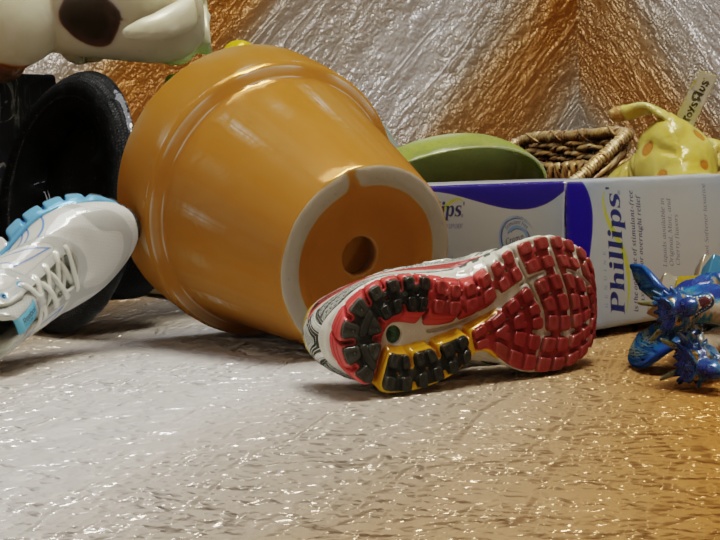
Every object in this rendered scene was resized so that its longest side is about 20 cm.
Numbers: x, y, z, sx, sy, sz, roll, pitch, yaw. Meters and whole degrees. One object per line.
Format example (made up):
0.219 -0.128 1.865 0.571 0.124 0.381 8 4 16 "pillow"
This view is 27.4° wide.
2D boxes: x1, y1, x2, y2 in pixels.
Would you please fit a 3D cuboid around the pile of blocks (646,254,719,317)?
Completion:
0.273 -0.002 0.927 0.198 0.063 0.082 1 -32 37 "pile of blocks"

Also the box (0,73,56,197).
-0.354 -0.059 1.198 0.123 0.203 0.195 2 6 43 "box"

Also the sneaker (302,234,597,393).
0.056 0.021 0.849 0.198 0.079 0.082 -4 4 -32 "sneaker"

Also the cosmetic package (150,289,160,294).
-0.147 -0.015 1.399 0.103 0.074 0.199 -4 6 -32 "cosmetic package"

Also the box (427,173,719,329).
0.152 -0.017 1.111 0.198 0.106 0.183 -4 4 -41 "box"

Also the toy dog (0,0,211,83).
-0.219 -0.207 1.158 0.197 0.141 0.195 -5 41 -2 "toy dog"

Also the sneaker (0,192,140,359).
-0.215 0.018 0.934 0.199 0.076 0.086 -31 33 -29 "sneaker"

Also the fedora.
-0.198 -0.047 1.138 0.091 0.203 0.199 14 -8 -44 "fedora"

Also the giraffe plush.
0.290 -0.048 1.291 0.170 0.202 0.163 2 33 -2 "giraffe plush"

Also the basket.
0.168 -0.069 1.500 0.141 0.151 0.199 -4 6 -29 "basket"

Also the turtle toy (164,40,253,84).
-0.109 -0.083 1.238 0.100 0.201 0.147 -16 34 31 "turtle toy"

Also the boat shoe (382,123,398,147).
-0.017 -0.098 1.244 0.060 0.076 0.200 -19 -25 21 "boat shoe"

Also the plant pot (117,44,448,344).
-0.039 -0.035 0.997 0.198 0.203 0.183 -4 20 -31 "plant pot"

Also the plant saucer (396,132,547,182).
0.058 -0.061 1.241 0.198 0.031 0.201 -13 -25 -6 "plant saucer"

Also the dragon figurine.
0.185 0.025 0.856 0.098 0.060 0.200 -2 6 -11 "dragon figurine"
